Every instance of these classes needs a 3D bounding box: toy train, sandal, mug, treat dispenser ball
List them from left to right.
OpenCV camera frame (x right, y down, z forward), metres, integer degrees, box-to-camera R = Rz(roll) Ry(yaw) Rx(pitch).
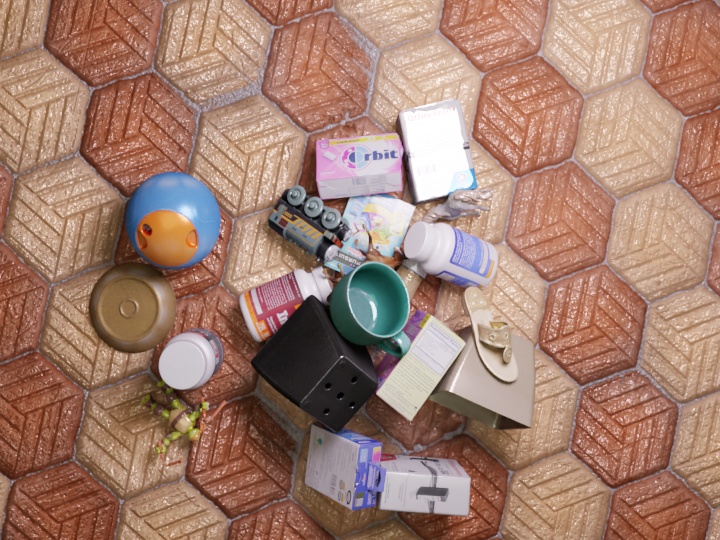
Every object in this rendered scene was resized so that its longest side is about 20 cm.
[{"bbox_3d":[-0.396,-0.105,1.417,0.195,0.201,0.207,0,90,-3],"label":"treat dispenser ball"},{"bbox_3d":[-0.111,-0.101,1.469,0.198,0.085,0.115,34,89,24],"label":"toy train"},{"bbox_3d":[0.014,0.089,1.365,0.149,0.114,0.190,2,72,-31],"label":"mug"},{"bbox_3d":[0.274,0.121,1.377,0.076,0.070,0.216,-13,66,-23],"label":"sandal"}]

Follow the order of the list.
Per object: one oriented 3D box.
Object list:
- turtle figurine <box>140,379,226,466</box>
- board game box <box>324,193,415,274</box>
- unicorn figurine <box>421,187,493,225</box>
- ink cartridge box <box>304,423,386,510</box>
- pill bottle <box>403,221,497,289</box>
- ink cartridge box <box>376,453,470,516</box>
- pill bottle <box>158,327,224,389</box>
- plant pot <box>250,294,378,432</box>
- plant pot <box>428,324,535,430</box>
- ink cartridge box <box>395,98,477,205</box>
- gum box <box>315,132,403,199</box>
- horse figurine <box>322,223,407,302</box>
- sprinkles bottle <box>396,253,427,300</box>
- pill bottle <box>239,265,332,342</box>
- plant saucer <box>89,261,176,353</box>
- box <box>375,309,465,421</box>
[{"bbox_3d":[-0.399,0.317,1.485,0.200,0.064,0.161,-45,85,6],"label":"turtle figurine"},{"bbox_3d":[0.020,-0.078,1.517,0.148,0.047,0.205,21,89,-3],"label":"board game box"},{"bbox_3d":[0.212,-0.134,1.497,0.134,0.201,0.075,-8,62,-16],"label":"unicorn figurine"},{"bbox_3d":[-0.029,0.423,1.440,0.075,0.197,0.141,7,91,-41],"label":"ink cartridge box"},{"bbox_3d":[0.195,-0.037,1.462,0.196,0.111,0.115,20,89,-28],"label":"pill bottle"},{"bbox_3d":[0.132,0.470,1.474,0.194,0.144,0.086,7,90,-6],"label":"ink cartridge box"},{"bbox_3d":[-0.358,0.187,1.419,0.112,0.200,0.119,0,90,-4],"label":"pill bottle"},{"bbox_3d":[-0.078,0.213,1.404,0.200,0.177,0.200,-47,127,-1],"label":"plant pot"},{"bbox_3d":[0.276,0.225,1.467,0.196,0.200,0.181,23,74,-3],"label":"plant pot"},{"bbox_3d":[0.170,-0.265,1.507,0.142,0.084,0.206,-12,90,-3],"label":"ink cartridge box"},{"bbox_3d":[0.002,-0.231,1.471,0.194,0.067,0.116,-5,57,3],"label":"gum box"},{"bbox_3d":[0.000,0.000,1.454,0.201,0.050,0.133,-50,127,-7],"label":"horse figurine"},{"bbox_3d":[0.081,0.065,1.511,0.067,0.068,0.203,29,89,-3],"label":"sprinkles bottle"},{"bbox_3d":[-0.159,0.069,1.474,0.196,0.113,0.115,-24,91,-3],"label":"pill bottle"},{"bbox_3d":[-0.512,0.084,1.492,0.194,0.035,0.206,0,90,-4],"label":"plant saucer"},{"bbox_3d":[0.117,0.200,1.458,0.096,0.176,0.202,37,88,-4],"label":"box"}]
